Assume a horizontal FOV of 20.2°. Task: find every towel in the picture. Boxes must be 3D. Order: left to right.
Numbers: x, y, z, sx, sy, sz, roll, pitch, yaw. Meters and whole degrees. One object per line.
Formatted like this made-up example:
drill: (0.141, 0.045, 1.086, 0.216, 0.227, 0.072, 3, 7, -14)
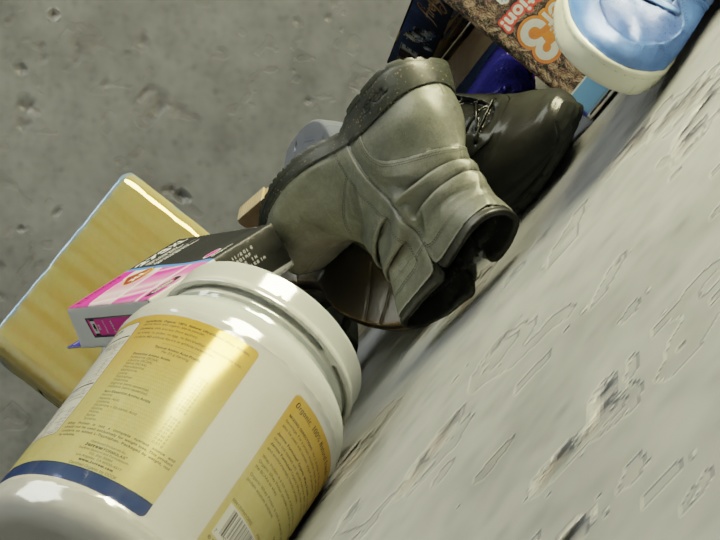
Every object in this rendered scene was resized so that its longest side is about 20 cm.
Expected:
towel: (0.081, -0.083, 1.428, 0.148, 0.049, 0.200, -57, 4, 15)

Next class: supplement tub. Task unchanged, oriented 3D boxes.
supplement tub: (-0.097, 0.105, 1.091, 0.200, 0.144, 0.144, -54, 6, -37)

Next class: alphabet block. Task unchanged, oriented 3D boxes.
alphabet block: (-0.189, 0.060, 1.797, 0.197, 0.200, 0.195, -52, 1, -9)

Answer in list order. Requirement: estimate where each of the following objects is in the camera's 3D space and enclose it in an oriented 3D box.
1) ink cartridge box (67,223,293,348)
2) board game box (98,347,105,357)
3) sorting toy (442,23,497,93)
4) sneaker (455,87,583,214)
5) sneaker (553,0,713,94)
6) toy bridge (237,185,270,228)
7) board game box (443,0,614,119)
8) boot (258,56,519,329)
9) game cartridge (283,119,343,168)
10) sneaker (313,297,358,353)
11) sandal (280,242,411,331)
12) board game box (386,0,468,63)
ink cartridge box: (-0.124, 0.013, 1.285, 0.095, 0.037, 0.200, -33, 9, -24)
board game box: (-0.131, 0.115, 1.281, 0.199, 0.041, 0.201, -14, 50, 54)
sorting toy: (0.052, -0.100, 1.641, 0.199, 0.070, 0.200, -52, 6, -13)
sneaker: (0.055, -0.076, 1.237, 0.200, 0.091, 0.076, -21, 35, 53)
sneaker: (0.175, -0.181, 1.099, 0.200, 0.077, 0.111, -47, -9, -50)
toy bridge: (-0.075, 0.007, 1.473, 0.067, 0.027, 0.201, -39, 25, 33)
board game box: (0.095, -0.204, 1.268, 0.097, 0.200, 0.159, -50, 5, 12)
boot: (0.010, -0.020, 1.181, 0.067, 0.131, 0.200, 0, -32, -33)
game cartridge: (-0.032, -0.046, 1.523, 0.200, 0.041, 0.134, -171, 87, -78)
sneaker: (-0.077, 0.099, 1.347, 0.200, 0.075, 0.079, -51, 3, -5)
sandal: (0.000, 0.000, 1.293, 0.200, 0.054, 0.082, 6, 70, 56)
board game box: (0.084, -0.229, 1.536, 0.136, 0.035, 0.200, -52, -2, -14)
